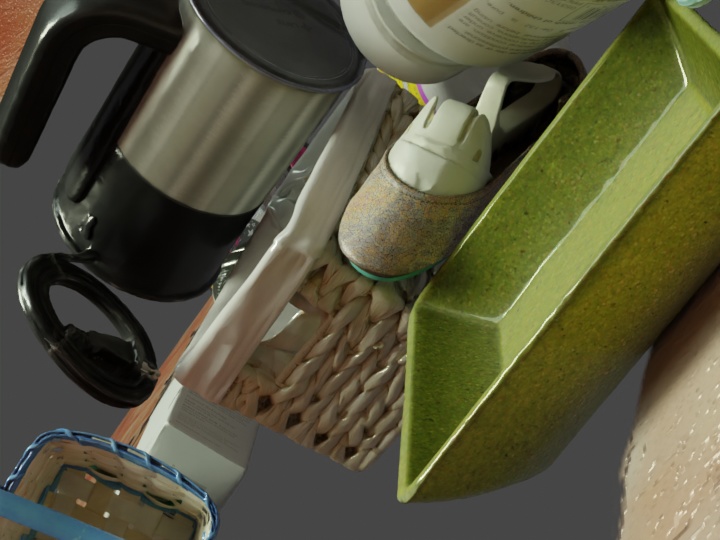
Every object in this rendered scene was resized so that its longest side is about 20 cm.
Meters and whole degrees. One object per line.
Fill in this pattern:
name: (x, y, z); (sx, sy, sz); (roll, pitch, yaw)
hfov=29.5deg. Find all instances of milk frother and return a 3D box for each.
milk frother: (-0.100, -0.051, 0.772); (0.188, 0.180, 0.200); (-51, 52, 36)

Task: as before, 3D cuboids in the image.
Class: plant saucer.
plant saucer: (0.093, -0.010, 0.563); (0.200, 0.048, 0.200); (-53, 9, 18)

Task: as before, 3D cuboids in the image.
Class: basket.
basket: (0.000, 0.000, 0.793); (0.136, 0.123, 0.200); (-51, 9, 35)
basket: (-0.193, 0.192, 0.989); (0.200, 0.176, 0.140); (123, 171, -81)

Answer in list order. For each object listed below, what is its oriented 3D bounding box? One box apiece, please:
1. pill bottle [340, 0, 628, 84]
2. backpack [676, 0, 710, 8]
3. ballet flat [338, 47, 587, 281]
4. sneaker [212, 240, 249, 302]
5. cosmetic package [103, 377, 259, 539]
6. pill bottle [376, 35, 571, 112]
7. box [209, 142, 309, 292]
pill bottle: (0.071, -0.162, 0.662); (0.115, 0.114, 0.200); (-60, 17, -23)
backpack: (0.164, -0.188, 0.481); (0.200, 0.150, 0.178); (-40, 16, 41)
ballet flat: (0.057, -0.067, 0.715); (0.200, 0.068, 0.067); (-39, -31, -43)
sneaker: (-0.061, 0.000, 1.259); (0.080, 0.084, 0.200); (-12, 17, 31)
cosmetic package: (-0.144, 0.149, 1.186); (0.113, 0.081, 0.200); (-56, 9, 15)
pill bottle: (0.067, -0.130, 0.962); (0.104, 0.104, 0.200); (-58, 9, -10)
box: (-0.100, -0.056, 1.594); (0.132, 0.115, 0.200); (-50, 12, 29)
